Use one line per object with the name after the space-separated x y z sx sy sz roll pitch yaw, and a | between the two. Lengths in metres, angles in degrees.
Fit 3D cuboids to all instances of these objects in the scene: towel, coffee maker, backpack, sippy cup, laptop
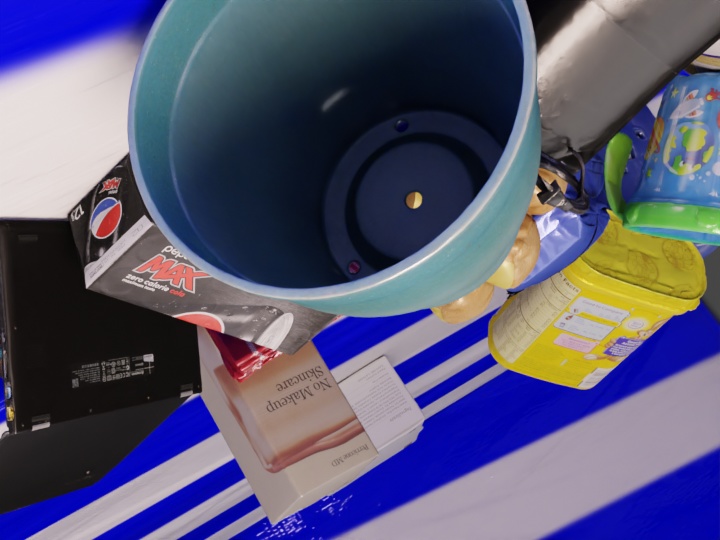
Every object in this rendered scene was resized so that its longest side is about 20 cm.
-0.047 0.019 0.921 0.199 0.023 0.145 -30 -154 -11 | towel
0.174 -0.164 0.644 0.134 0.193 0.200 10 135 -46 | coffee maker
0.134 -0.070 0.910 0.162 0.168 0.200 -34 173 21 | backpack
0.291 -0.090 0.832 0.177 0.131 0.140 8 180 13 | sippy cup
-0.212 0.071 0.709 0.115 0.201 0.187 -4 180 27 | laptop

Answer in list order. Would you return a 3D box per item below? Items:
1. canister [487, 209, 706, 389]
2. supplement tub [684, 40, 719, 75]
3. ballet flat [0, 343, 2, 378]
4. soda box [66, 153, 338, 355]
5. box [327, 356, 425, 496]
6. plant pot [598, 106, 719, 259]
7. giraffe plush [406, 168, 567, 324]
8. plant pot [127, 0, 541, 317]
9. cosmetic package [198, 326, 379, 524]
0.234 0.036 1.046 0.148 0.087 0.200 16 143 -12 | canister
0.309 -0.227 0.820 0.145 0.146 0.200 -39 165 18 | supplement tub
-0.224 0.071 0.804 0.072 0.068 0.200 -16 169 15 | ballet flat
-0.097 -0.004 0.697 0.071 0.064 0.200 -40 143 21 | soda box
-0.009 0.270 1.737 0.199 0.131 0.199 -31 165 -11 | box
0.260 -0.057 1.170 0.179 0.201 0.200 -13 156 -36 | plant pot
0.021 -0.067 0.727 0.162 0.200 0.173 9 109 -46 | giraffe plush
0.010 -0.061 0.548 0.200 0.200 0.188 -36 157 7 | plant pot
-0.083 0.130 0.999 0.103 0.200 0.087 -23 162 -35 | cosmetic package
